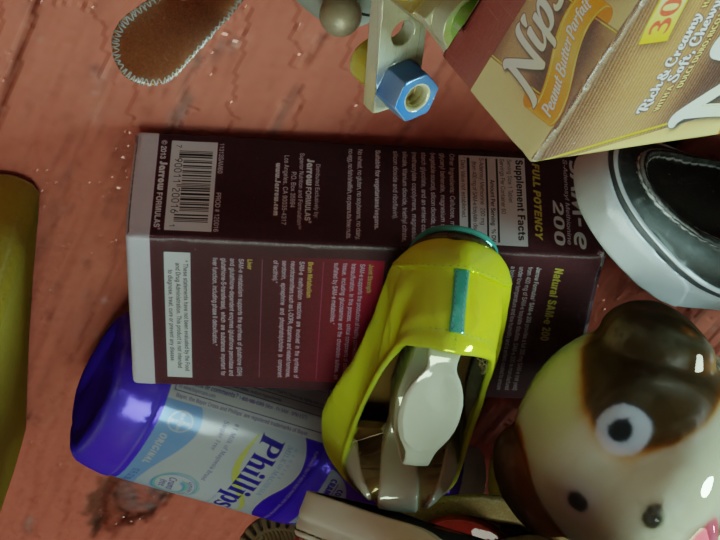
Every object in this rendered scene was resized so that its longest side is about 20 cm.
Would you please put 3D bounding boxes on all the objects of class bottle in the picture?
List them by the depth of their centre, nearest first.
[{"bbox_3d":[-0.036,0.082,0.993,0.199,0.066,0.084,19,136,-21],"label":"bottle"}]

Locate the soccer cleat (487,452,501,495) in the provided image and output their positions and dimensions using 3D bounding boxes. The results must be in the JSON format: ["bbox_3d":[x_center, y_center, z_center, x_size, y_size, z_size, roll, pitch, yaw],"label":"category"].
[{"bbox_3d":[0.096,0.146,1.068,0.065,0.084,0.201,-40,132,-17],"label":"soccer cleat"}]

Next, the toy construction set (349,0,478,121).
[{"bbox_3d":[0.038,-0.141,0.678,0.131,0.092,0.200,-38,153,-10],"label":"toy construction set"}]

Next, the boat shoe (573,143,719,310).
[{"bbox_3d":[0.177,-0.013,0.870,0.199,0.074,0.068,28,137,-30],"label":"boat shoe"}]

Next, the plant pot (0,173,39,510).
[{"bbox_3d":[-0.254,0.080,0.907,0.198,0.177,0.201,6,141,-7],"label":"plant pot"}]

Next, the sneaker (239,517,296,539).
[{"bbox_3d":[0.043,0.175,1.043,0.199,0.072,0.112,23,-179,25],"label":"sneaker"}]

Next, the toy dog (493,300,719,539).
[{"bbox_3d":[0.155,0.082,0.880,0.199,0.195,0.139,19,131,-42],"label":"toy dog"}]

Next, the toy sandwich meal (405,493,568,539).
[{"bbox_3d":[0.057,0.203,0.934,0.204,0.070,0.207,4,101,20],"label":"toy sandwich meal"}]

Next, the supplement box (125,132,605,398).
[{"bbox_3d":[0.000,0.000,0.898,0.198,0.061,0.109,3,142,-2],"label":"supplement box"}]

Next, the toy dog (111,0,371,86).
[{"bbox_3d":[-0.075,-0.126,0.721,0.198,0.097,0.132,8,140,-8],"label":"toy dog"}]

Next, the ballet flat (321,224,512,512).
[{"bbox_3d":[0.021,0.062,0.874,0.066,0.067,0.201,6,144,-7],"label":"ballet flat"}]

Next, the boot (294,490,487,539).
[{"bbox_3d":[0.028,0.179,0.844,0.072,0.145,0.199,16,175,-34],"label":"boot"}]

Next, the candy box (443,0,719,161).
[{"bbox_3d":[0.132,-0.103,0.690,0.199,0.055,0.116,-12,143,-45],"label":"candy box"}]
